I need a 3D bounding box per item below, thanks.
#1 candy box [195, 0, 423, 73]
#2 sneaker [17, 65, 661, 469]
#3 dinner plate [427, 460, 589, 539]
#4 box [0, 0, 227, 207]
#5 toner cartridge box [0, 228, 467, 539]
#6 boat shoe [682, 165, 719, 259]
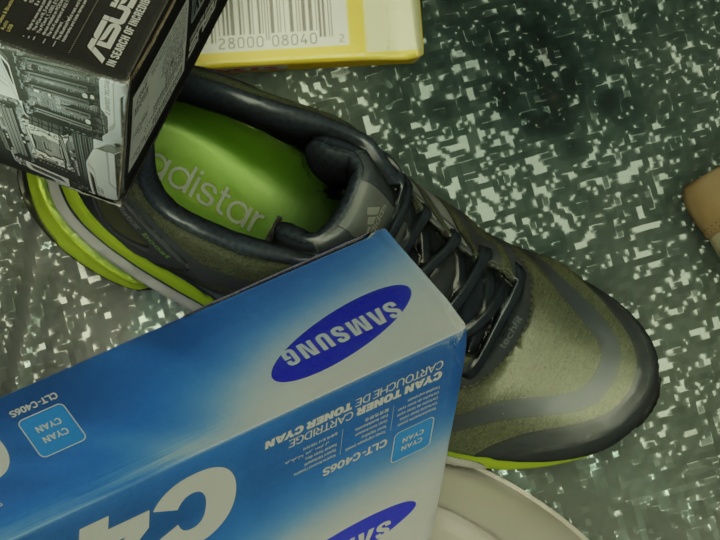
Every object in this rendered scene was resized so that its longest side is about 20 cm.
[{"bbox_3d":[-0.084,-0.107,0.821,0.200,0.026,0.102,-3,86,-4],"label":"candy box"},{"bbox_3d":[0.000,0.000,0.785,0.200,0.081,0.074,24,76,-13],"label":"sneaker"},{"bbox_3d":[0.000,0.119,0.761,0.200,0.024,0.200,8,48,-9],"label":"dinner plate"},{"bbox_3d":[-0.100,-0.127,0.749,0.157,0.050,0.200,18,53,7],"label":"box"},{"bbox_3d":[-0.068,0.069,0.710,0.200,0.095,0.043,-24,56,-25],"label":"toner cartridge box"},{"bbox_3d":[0.181,-0.061,0.792,0.200,0.071,0.065,-40,81,18],"label":"boat shoe"}]
